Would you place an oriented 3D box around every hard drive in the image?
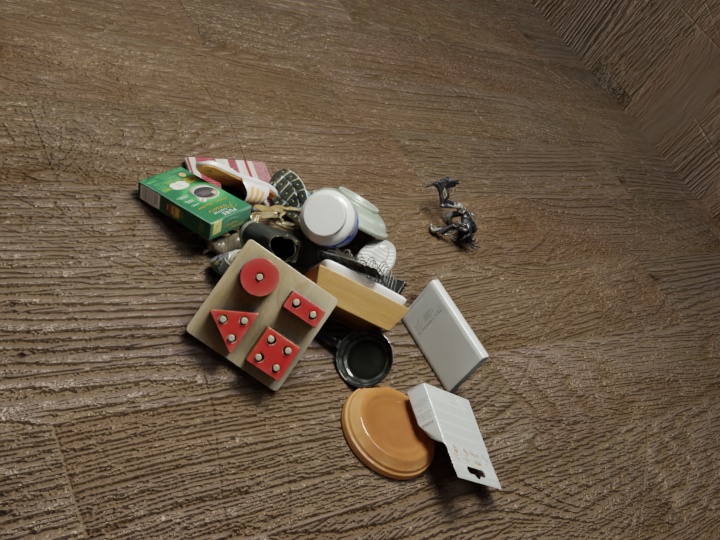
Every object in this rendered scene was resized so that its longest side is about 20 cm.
[{"bbox_3d":[0.173,0.138,1.750,0.026,0.132,0.200,-7,55,-43],"label":"hard drive"}]

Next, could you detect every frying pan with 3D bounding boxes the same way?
[{"bbox_3d":[-0.027,0.168,1.631,0.190,0.031,0.115,4,76,15],"label":"frying pan"}]

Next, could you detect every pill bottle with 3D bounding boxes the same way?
[{"bbox_3d":[-0.064,-0.104,1.693,0.112,0.112,0.200,40,2,4],"label":"pill bottle"}]

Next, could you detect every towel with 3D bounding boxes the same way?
[{"bbox_3d":[-0.277,-0.185,1.821,0.200,0.023,0.144,0,53,-37],"label":"towel"}]

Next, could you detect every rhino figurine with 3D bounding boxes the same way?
[{"bbox_3d":[-0.246,-0.054,1.675,0.200,0.060,0.088,13,51,-24],"label":"rhino figurine"}]

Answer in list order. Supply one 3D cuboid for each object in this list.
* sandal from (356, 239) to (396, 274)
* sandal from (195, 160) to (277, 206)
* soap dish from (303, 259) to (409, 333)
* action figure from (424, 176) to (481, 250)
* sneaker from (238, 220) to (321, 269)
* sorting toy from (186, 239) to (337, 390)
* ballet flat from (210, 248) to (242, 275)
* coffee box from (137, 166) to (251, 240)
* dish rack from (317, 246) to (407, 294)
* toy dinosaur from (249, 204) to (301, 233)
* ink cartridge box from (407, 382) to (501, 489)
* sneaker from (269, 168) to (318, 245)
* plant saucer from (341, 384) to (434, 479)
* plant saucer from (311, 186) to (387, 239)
[{"bbox_3d":[0.020,0.012,1.835,0.082,0.050,0.203,21,51,2],"label":"sandal"},{"bbox_3d":[-0.263,-0.168,1.734,0.206,0.079,0.059,20,70,-46],"label":"sandal"},{"bbox_3d":[-0.021,0.061,1.664,0.200,0.157,0.081,26,74,-13],"label":"soap dish"},{"bbox_3d":[0.234,-0.136,2.119,0.119,0.102,0.200,-31,99,-59],"label":"action figure"},{"bbox_3d":[-0.134,-0.034,1.628,0.200,0.075,0.106,17,5,-43],"label":"sneaker"},{"bbox_3d":[-0.172,0.080,1.479,0.199,0.200,0.070,35,-6,-7],"label":"sorting toy"},{"bbox_3d":[-0.199,-0.007,1.576,0.200,0.072,0.072,24,32,24],"label":"ballet flat"},{"bbox_3d":[-0.330,-0.136,1.658,0.200,0.044,0.123,28,34,21],"label":"coffee box"},{"bbox_3d":[0.000,0.000,1.685,0.153,0.200,0.055,16,73,21],"label":"dish rack"},{"bbox_3d":[-0.169,-0.118,1.726,0.101,0.058,0.200,20,12,4],"label":"toy dinosaur"},{"bbox_3d":[0.179,0.324,1.596,0.162,0.057,0.200,27,39,-45],"label":"ink cartridge box"},{"bbox_3d":[-0.130,-0.134,1.847,0.200,0.078,0.090,55,2,6],"label":"sneaker"},{"bbox_3d":[0.059,0.296,1.573,0.200,0.037,0.200,22,40,-20],"label":"plant saucer"},{"bbox_3d":[-0.015,-0.142,1.894,0.200,0.050,0.200,30,11,-6],"label":"plant saucer"}]
